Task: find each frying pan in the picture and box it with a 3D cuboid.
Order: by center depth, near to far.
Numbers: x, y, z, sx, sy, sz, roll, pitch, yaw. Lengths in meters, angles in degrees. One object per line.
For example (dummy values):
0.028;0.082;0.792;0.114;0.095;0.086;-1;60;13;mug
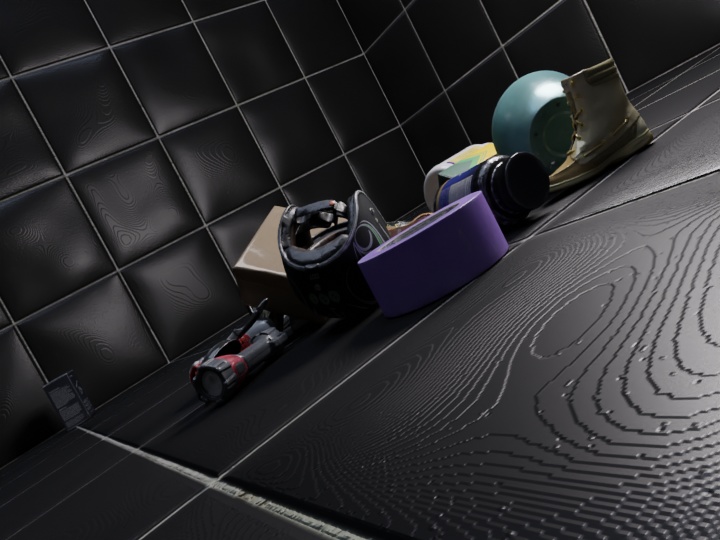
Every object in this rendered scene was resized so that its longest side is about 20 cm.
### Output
-0.225;0.130;1.016;0.194;0.030;0.115;-65;-14;8;frying pan

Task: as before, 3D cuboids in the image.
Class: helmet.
-0.033;-0.022;0.998;0.196;0.203;0.191;-29;-38;7;helmet

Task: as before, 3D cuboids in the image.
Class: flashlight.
-0.194;0.151;1.001;0.069;0.066;0.200;-67;-11;19;flashlight

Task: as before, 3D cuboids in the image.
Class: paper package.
-0.123;-0.016;1.187;0.185;0.105;0.202;12;44;14;paper package

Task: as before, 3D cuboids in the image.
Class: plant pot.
0.349;-0.254;1.103;0.197;0.204;0.161;-28;15;10;plant pot

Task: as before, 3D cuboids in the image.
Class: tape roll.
0.098;-0.023;0.836;0.197;0.086;0.200;-31;4;2;tape roll

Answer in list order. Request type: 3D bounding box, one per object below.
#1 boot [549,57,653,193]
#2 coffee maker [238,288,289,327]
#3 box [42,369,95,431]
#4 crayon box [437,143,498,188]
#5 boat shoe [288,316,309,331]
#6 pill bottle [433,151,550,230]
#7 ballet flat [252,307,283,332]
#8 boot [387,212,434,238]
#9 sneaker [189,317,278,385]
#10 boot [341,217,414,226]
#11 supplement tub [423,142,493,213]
0.348;-0.227;0.973;0.196;0.158;0.073;-29;4;6;boot
-0.190;0.059;1.514;0.197;0.137;0.192;-30;4;-12;coffee maker
-1.163;0.516;2.431;0.103;0.204;0.148;-29;4;-16;box
0.241;-0.170;1.231;0.198;0.129;0.051;-32;38;-31;crayon box
-0.132;0.081;1.290;0.069;0.073;0.201;-30;4;-10;boat shoe
0.209;-0.118;0.981;0.110;0.114;0.199;-31;5;-24;pill bottle
-0.185;0.052;1.252;0.068;0.071;0.206;-36;41;57;ballet flat
0.113;-0.050;1.226;0.193;0.074;0.167;-7;27;-2;boot
-0.240;0.164;1.135;0.199;0.068;0.108;-32;4;35;sneaker
0.056;-0.094;1.426;0.198;0.076;0.154;-11;-22;15;boot
0.255;-0.204;1.411;0.198;0.148;0.144;-33;6;-37;supplement tub
